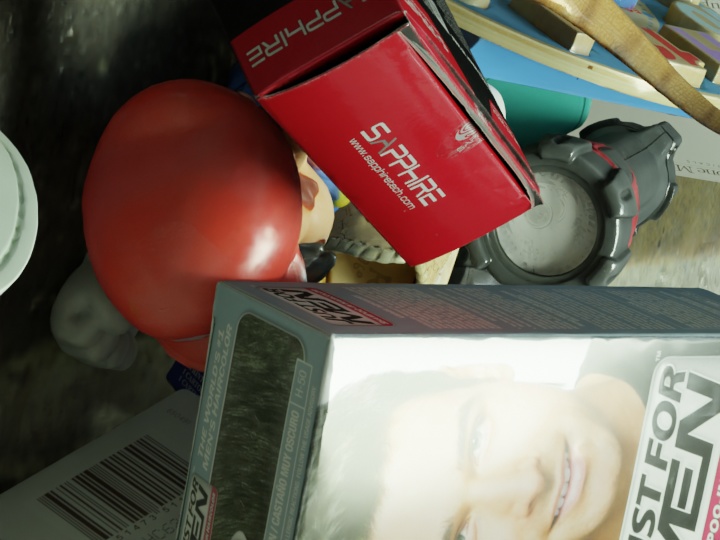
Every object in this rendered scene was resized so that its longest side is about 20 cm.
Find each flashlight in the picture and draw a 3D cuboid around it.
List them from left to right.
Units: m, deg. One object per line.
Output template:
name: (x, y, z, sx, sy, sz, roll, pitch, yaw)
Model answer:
flashlight: (0.091, -0.027, 1.098, 0.200, 0.067, 0.068, -25, 121, -77)

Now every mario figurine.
mario figurine: (-0.026, -0.018, 0.858, 0.124, 0.106, 0.200, -65, 175, 26)

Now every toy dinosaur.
toy dinosaur: (0.049, -0.100, 0.807, 0.200, 0.060, 0.106, 39, 25, -19)

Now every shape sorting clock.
shape sorting clock: (0.056, -0.107, 0.921, 0.039, 0.200, 0.200, -62, 165, 22)

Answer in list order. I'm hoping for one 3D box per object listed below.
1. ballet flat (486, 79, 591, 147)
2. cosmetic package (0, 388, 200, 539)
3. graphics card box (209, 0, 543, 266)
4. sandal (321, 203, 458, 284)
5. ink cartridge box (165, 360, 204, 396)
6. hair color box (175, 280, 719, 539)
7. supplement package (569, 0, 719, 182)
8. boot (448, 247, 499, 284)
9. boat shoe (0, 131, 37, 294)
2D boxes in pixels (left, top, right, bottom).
ballet flat: (0.051, -0.108, 1.087, 0.200, 0.071, 0.072, 40, 62, -67)
cosmetic package: (-0.062, 0.152, 0.860, 0.101, 0.071, 0.201, -30, 131, -31)
graphics card box: (-0.022, -0.110, 0.762, 0.201, 0.051, 0.125, 66, 10, 27)
sandal: (0.006, 0.001, 0.972, 0.070, 0.077, 0.213, -138, -122, -75)
ink cartridge box: (0.031, 0.070, 0.937, 0.200, 0.094, 0.044, 22, 107, -47)
hair color box: (0.044, 0.058, 0.807, 0.199, 0.061, 0.099, 1, 105, -38)
supplement package: (0.149, -0.142, 1.231, 0.200, 0.121, 0.120, 60, 45, -57)
boot: (0.042, 0.018, 1.127, 0.200, 0.069, 0.132, 49, 51, -76)
boat shoe: (-0.141, 0.014, 0.667, 0.060, 0.076, 0.200, -48, -175, 29)
